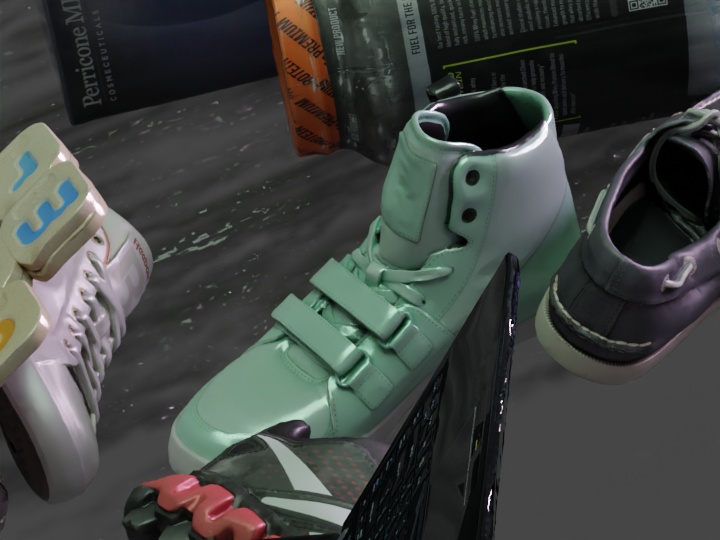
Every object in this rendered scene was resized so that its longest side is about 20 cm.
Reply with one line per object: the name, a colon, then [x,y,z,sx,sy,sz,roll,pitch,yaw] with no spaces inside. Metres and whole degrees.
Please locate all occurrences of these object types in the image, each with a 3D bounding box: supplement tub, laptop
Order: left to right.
laptop: [-0.041,0.094,0.916,0.103,0.201,0.178,25,30,-9]
supplement tub: [0.060,-0.115,1.277,0.199,0.123,0.123,-11,38,-3]

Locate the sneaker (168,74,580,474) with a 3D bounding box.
sneaker: [0.000,0.000,1.148,0.200,0.119,0.074,-32,45,-25]

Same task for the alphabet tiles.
alphabet tiles: [-0.180,0.029,1.136,0.200,0.015,0.196,-45,27,0]

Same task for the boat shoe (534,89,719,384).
boat shoe: [0.140,-0.031,1.183,0.072,0.063,0.200,33,46,13]

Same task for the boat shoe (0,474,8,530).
boat shoe: [-0.205,0.141,1.072,0.199,0.057,0.067,-31,7,-31]

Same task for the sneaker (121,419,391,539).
sneaker: [0.007,0.111,1.042,0.098,0.071,0.200,-36,44,-27]

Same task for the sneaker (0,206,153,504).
sneaker: [-0.120,0.014,1.189,0.084,0.073,0.200,-17,37,-7]

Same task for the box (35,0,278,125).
box: [-0.065,-0.195,1.342,0.197,0.201,0.124,-14,38,-5]
